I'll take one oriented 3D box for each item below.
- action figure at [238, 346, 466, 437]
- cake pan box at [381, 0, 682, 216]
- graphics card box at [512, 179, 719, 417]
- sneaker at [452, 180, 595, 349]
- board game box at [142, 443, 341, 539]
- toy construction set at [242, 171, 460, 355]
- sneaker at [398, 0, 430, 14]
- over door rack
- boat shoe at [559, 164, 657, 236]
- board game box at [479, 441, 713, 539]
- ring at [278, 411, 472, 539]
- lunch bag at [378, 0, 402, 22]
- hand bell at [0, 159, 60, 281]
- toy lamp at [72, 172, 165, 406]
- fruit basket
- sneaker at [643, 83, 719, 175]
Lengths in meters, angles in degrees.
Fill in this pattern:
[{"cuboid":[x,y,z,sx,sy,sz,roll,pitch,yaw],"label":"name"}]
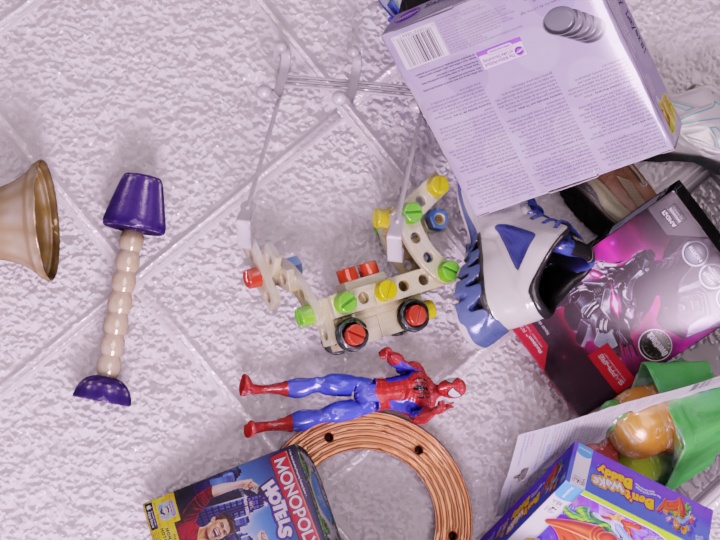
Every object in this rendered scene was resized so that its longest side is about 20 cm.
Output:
[{"cuboid":[0.003,0.104,1.542,0.200,0.099,0.065,-4,74,-16],"label":"action figure"},{"cuboid":[0.138,-0.154,1.464,0.200,0.052,0.184,-20,111,28],"label":"cake pan box"},{"cuboid":[0.238,0.027,1.580,0.200,0.051,0.126,-36,92,21],"label":"graphics card box"},{"cuboid":[0.149,-0.031,1.561,0.115,0.081,0.200,-13,58,28],"label":"sneaker"},{"cuboid":[-0.060,0.259,1.510,0.200,0.062,0.200,-21,74,11],"label":"board game box"},{"cuboid":[0.000,0.000,1.567,0.200,0.092,0.131,-17,90,-11],"label":"toy construction set"},{"cuboid":[0.118,-0.182,1.553,0.200,0.070,0.078,37,54,-20],"label":"sneaker"},{"cuboid":[-0.020,-0.112,1.545,0.147,0.067,0.200,6,63,9],"label":"over door rack"},{"cuboid":[0.272,-0.034,1.631,0.074,0.076,0.200,-44,94,-15],"label":"boat shoe"},{"cuboid":[0.191,0.240,1.528,0.134,0.200,0.045,27,47,-7],"label":"board game box"},{"cuboid":[0.002,0.225,1.583,0.200,0.019,0.201,1,85,-9],"label":"ring"},{"cuboid":[0.111,-0.241,1.622,0.160,0.076,0.200,-41,93,-9],"label":"lunch bag"},{"cuboid":[-0.365,-0.036,1.518,0.200,0.104,0.104,-4,85,1],"label":"hand bell"},{"cuboid":[-0.208,0.015,1.548,0.058,0.058,0.200,13,84,-9],"label":"toy lamp"},{"cuboid":[0.217,0.146,1.557,0.200,0.185,0.094,-11,62,-8],"label":"fruit basket"},{"cuboid":[0.332,-0.130,1.654,0.200,0.070,0.080,14,79,-8],"label":"sneaker"}]
